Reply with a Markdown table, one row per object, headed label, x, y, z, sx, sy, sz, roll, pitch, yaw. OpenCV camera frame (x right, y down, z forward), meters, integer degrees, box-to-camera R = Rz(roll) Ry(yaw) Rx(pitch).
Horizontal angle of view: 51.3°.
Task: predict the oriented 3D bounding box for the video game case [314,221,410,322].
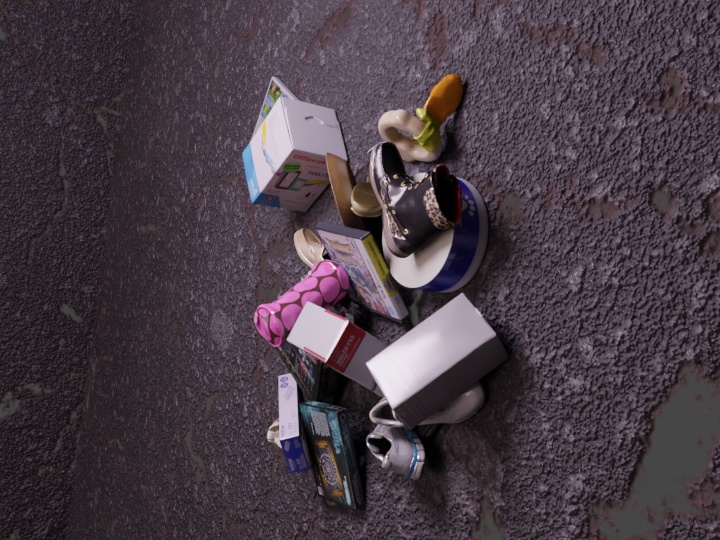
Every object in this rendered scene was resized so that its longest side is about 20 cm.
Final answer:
| label | x | y | z | sx | sy | sz | roll | pitch | yaw |
| --- | --- | --- | --- | --- | --- | --- | --- | --- | --- |
| video game case | 0.000 | 0.000 | 1.410 | 0.199 | 0.025 | 0.182 | 17 | 138 | 61 |

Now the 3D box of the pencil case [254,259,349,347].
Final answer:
| label | x | y | z | sx | sy | sz | roll | pitch | yaw |
| --- | --- | --- | --- | --- | --- | --- | --- | --- | --- |
| pencil case | -0.114 | 0.058 | 1.417 | 0.093 | 0.199 | 0.091 | 35 | 137 | 20 |

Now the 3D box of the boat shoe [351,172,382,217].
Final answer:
| label | x | y | z | sx | sy | sz | roll | pitch | yaw |
| --- | --- | --- | --- | --- | --- | --- | --- | --- | --- |
| boat shoe | 0.023 | -0.129 | 1.397 | 0.201 | 0.072 | 0.064 | -70 | -8 | -67 |

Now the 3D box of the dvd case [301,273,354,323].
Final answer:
| label | x | y | z | sx | sy | sz | roll | pitch | yaw |
| --- | --- | --- | --- | --- | --- | --- | --- | --- | --- |
| dvd case | -0.064 | 0.111 | 1.548 | 0.200 | 0.022 | 0.148 | 38 | 141 | 49 |

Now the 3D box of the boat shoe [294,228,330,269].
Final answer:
| label | x | y | z | sx | sy | sz | roll | pitch | yaw |
| --- | --- | --- | --- | --- | --- | --- | --- | --- | --- |
| boat shoe | -0.076 | -0.027 | 1.597 | 0.065 | 0.072 | 0.201 | -54 | 50 | 28 |

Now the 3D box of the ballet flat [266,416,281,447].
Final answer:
| label | x | y | z | sx | sy | sz | roll | pitch | yaw |
| --- | --- | --- | --- | --- | --- | --- | --- | --- | --- |
| ballet flat | -0.161 | 0.365 | 1.654 | 0.199 | 0.075 | 0.069 | 7 | 100 | 56 |

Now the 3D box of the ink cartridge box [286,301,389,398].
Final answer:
| label | x | y | z | sx | sy | sz | roll | pitch | yaw |
| --- | --- | --- | --- | --- | --- | --- | --- | --- | --- |
| ink cartridge box | -0.012 | 0.150 | 1.347 | 0.144 | 0.199 | 0.084 | 19 | 77 | 54 |

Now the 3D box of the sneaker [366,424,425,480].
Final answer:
| label | x | y | z | sx | sy | sz | roll | pitch | yaw |
| --- | --- | --- | --- | --- | --- | --- | --- | --- | --- |
| sneaker | 0.048 | 0.288 | 1.324 | 0.200 | 0.086 | 0.076 | -124 | 48 | -67 |

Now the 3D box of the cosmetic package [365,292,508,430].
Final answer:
| label | x | y | z | sx | sy | sz | roll | pitch | yaw |
| --- | --- | --- | --- | --- | --- | --- | --- | --- | --- |
| cosmetic package | 0.120 | 0.143 | 1.185 | 0.199 | 0.090 | 0.107 | -33 | 47 | 0 |

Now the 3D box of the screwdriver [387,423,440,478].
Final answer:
| label | x | y | z | sx | sy | sz | roll | pitch | yaw |
| --- | --- | --- | --- | --- | --- | --- | --- | --- | --- |
| screwdriver | 0.097 | 0.315 | 1.339 | 0.201 | 0.029 | 0.028 | -63 | 39 | 38 |

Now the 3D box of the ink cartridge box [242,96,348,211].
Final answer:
| label | x | y | z | sx | sy | sz | roll | pitch | yaw |
| --- | --- | --- | --- | --- | --- | --- | --- | --- | --- |
| ink cartridge box | -0.148 | -0.253 | 1.662 | 0.200 | 0.145 | 0.148 | -44 | 50 | 44 |

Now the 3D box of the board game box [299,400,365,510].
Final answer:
| label | x | y | z | sx | sy | sz | roll | pitch | yaw |
| --- | --- | --- | --- | --- | --- | --- | --- | --- | --- |
| board game box | -0.057 | 0.365 | 1.492 | 0.135 | 0.028 | 0.203 | -2 | 101 | 52 |

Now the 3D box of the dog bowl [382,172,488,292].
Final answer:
| label | x | y | z | sx | sy | sz | roll | pitch | yaw |
| --- | --- | --- | --- | --- | --- | --- | --- | --- | --- |
| dog bowl | 0.125 | -0.065 | 1.297 | 0.199 | 0.078 | 0.203 | -13 | 75 | 54 |

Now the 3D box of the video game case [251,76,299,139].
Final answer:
| label | x | y | z | sx | sy | sz | roll | pitch | yaw |
| --- | --- | --- | --- | --- | --- | --- | --- | --- | --- |
| video game case | -0.207 | -0.362 | 1.875 | 0.200 | 0.022 | 0.184 | 52 | 127 | 46 |

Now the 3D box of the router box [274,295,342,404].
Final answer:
| label | x | y | z | sx | sy | sz | roll | pitch | yaw |
| --- | --- | --- | --- | --- | --- | --- | --- | --- | --- |
| router box | -0.110 | 0.164 | 1.570 | 0.200 | 0.062 | 0.151 | 51 | 145 | 38 |

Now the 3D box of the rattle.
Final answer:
| label | x | y | z | sx | sy | sz | roll | pitch | yaw |
| --- | --- | --- | --- | --- | --- | --- | --- | --- | --- |
| rattle | 0.096 | -0.272 | 1.383 | 0.200 | 0.129 | 0.145 | 143 | 140 | -79 |

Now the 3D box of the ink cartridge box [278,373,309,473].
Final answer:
| label | x | y | z | sx | sy | sz | roll | pitch | yaw |
| --- | --- | --- | --- | --- | --- | --- | --- | --- | --- |
| ink cartridge box | -0.140 | 0.314 | 1.565 | 0.201 | 0.044 | 0.095 | -102 | -1 | -60 |

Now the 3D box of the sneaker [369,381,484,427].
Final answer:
| label | x | y | z | sx | sy | sz | roll | pitch | yaw |
| --- | --- | --- | --- | --- | --- | --- | --- | --- | --- |
| sneaker | 0.110 | 0.224 | 1.238 | 0.198 | 0.080 | 0.077 | -21 | 78 | 31 |

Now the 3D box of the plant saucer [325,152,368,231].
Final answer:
| label | x | y | z | sx | sy | sz | roll | pitch | yaw |
| --- | --- | --- | --- | --- | --- | --- | --- | --- | --- |
| plant saucer | -0.021 | -0.139 | 1.475 | 0.035 | 0.201 | 0.202 | -17 | 64 | 6 |

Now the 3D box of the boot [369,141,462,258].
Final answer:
| label | x | y | z | sx | sy | sz | roll | pitch | yaw |
| --- | --- | --- | --- | --- | --- | --- | --- | --- | --- |
| boot | 0.089 | -0.136 | 1.226 | 0.150 | 0.072 | 0.203 | -26 | 68 | 52 |
